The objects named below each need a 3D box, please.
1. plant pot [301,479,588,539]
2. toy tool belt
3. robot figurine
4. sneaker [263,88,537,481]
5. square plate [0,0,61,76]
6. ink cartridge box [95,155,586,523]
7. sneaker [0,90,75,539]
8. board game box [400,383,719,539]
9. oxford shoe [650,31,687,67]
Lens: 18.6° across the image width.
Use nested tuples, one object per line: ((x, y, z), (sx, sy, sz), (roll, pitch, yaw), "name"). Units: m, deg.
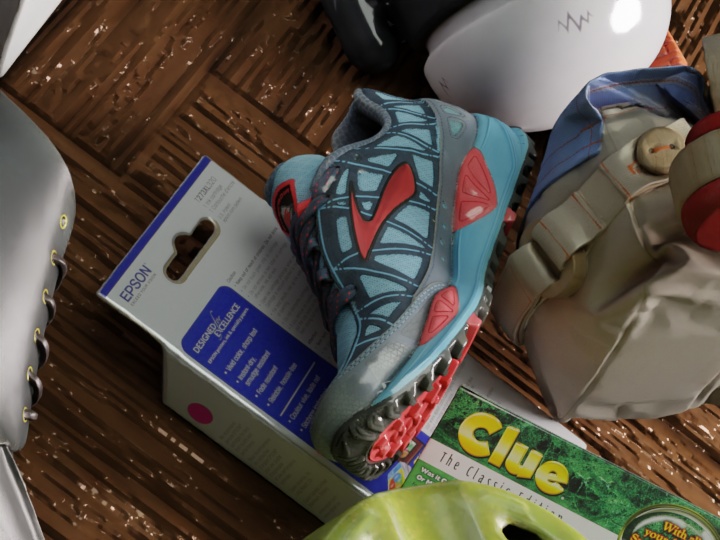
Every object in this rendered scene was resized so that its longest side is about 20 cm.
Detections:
((0.000, 0.164, 0.688), (0.200, 0.184, 0.201), (18, 50, -22), "plant pot")
((0.114, -0.031, 0.860), (0.124, 0.200, 0.123), (-4, 61, -11), "toy tool belt")
((0.064, -0.162, 1.004), (0.125, 0.150, 0.201), (-12, 77, -49), "robot figurine")
((0.000, 0.000, 0.853), (0.095, 0.079, 0.200), (25, 38, -3), "sneaker")
((-0.097, -0.207, 0.895), (0.028, 0.198, 0.200), (26, 46, -1), "square plate")
((-0.009, 0.048, 0.874), (0.200, 0.037, 0.095), (39, 46, -6), "ink cartridge box")
((-0.124, 0.034, 0.743), (0.106, 0.075, 0.200), (-30, 101, -37), "sneaker")
((0.099, 0.130, 0.801), (0.200, 0.023, 0.105), (27, 71, 14), "board game box")
((0.139, -0.034, 1.024), (0.073, 0.071, 0.200), (41, 35, -40), "oxford shoe")
